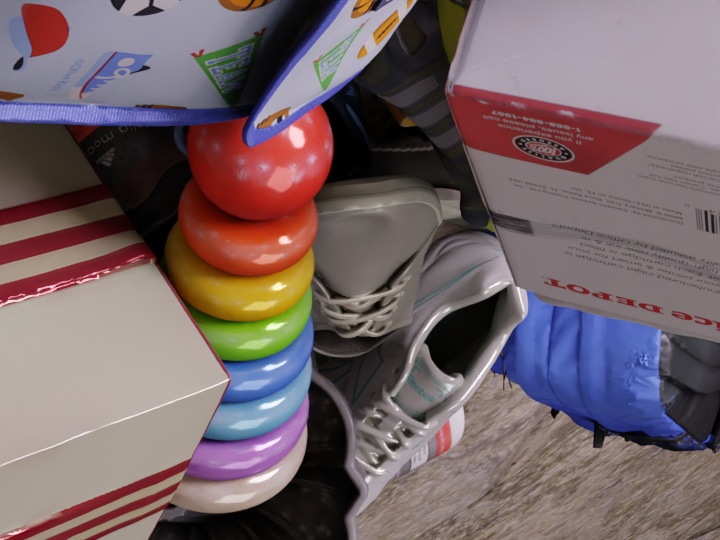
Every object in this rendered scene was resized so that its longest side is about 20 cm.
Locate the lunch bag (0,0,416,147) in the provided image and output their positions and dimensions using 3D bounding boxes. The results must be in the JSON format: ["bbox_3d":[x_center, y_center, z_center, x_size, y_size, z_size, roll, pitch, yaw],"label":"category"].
[{"bbox_3d":[-0.039,-0.127,0.514,0.199,0.124,0.170,-1,146,-36],"label":"lunch bag"}]

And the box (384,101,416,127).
[{"bbox_3d":[0.103,-0.147,0.806,0.119,0.042,0.200,-5,142,-48],"label":"box"}]

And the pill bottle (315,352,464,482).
[{"bbox_3d":[-0.050,0.094,0.992,0.200,0.116,0.116,-27,157,-14],"label":"pill bottle"}]

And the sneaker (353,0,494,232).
[{"bbox_3d":[0.041,-0.086,0.752,0.200,0.081,0.074,73,35,-57],"label":"sneaker"}]

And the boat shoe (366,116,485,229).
[{"bbox_3d":[0.040,-0.054,0.884,0.072,0.061,0.201,-10,175,42],"label":"boat shoe"}]

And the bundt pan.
[{"bbox_3d":[-0.087,0.103,0.865,0.202,0.202,0.076,-38,175,11],"label":"bundt pan"}]

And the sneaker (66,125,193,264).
[{"bbox_3d":[-0.075,-0.015,0.780,0.077,0.082,0.200,-37,157,9],"label":"sneaker"}]

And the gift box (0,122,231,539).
[{"bbox_3d":[-0.185,0.066,0.669,0.186,0.185,0.200,-18,147,-37],"label":"gift box"}]

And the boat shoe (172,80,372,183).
[{"bbox_3d":[-0.043,-0.083,0.700,0.084,0.069,0.200,-42,156,21],"label":"boat shoe"}]

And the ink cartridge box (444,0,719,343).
[{"bbox_3d":[0.127,-0.046,0.673,0.200,0.146,0.083,60,46,-66],"label":"ink cartridge box"}]

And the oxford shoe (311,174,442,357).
[{"bbox_3d":[0.000,0.000,0.811,0.075,0.058,0.200,-3,165,-5],"label":"oxford shoe"}]

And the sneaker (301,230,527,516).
[{"bbox_3d":[0.014,0.065,0.903,0.201,0.070,0.080,-53,-166,3],"label":"sneaker"}]

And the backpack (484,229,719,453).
[{"bbox_3d":[0.149,0.024,1.034,0.167,0.163,0.200,3,171,19],"label":"backpack"}]

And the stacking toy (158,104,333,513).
[{"bbox_3d":[-0.047,0.007,0.680,0.085,0.085,0.200,-19,145,-30],"label":"stacking toy"}]
